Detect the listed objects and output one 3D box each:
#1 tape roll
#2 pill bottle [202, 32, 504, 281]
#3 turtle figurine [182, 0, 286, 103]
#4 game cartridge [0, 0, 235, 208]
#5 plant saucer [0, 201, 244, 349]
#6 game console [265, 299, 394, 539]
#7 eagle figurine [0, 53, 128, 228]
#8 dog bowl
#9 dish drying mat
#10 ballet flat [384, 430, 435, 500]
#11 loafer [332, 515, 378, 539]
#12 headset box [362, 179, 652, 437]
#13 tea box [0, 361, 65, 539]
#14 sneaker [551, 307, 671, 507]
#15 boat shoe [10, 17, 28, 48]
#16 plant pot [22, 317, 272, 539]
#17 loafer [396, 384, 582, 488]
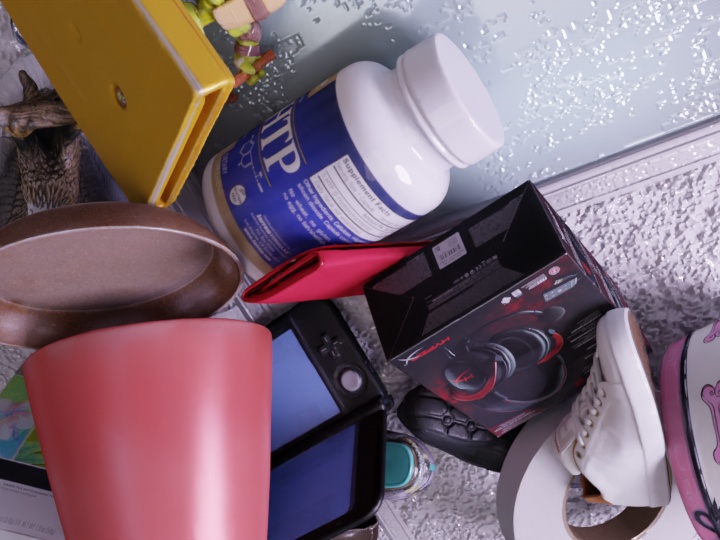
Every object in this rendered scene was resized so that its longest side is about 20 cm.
[{"bbox_3d":[0.215,0.187,0.811,0.202,0.037,0.203,-6,109,-17],"label":"tape roll"},{"bbox_3d":[-0.004,-0.079,0.677,0.200,0.120,0.120,-29,114,23],"label":"pill bottle"},{"bbox_3d":[-0.066,-0.186,0.632,0.161,0.200,0.065,-22,73,2],"label":"turtle figurine"},{"bbox_3d":[-0.161,-0.150,0.573,0.200,0.032,0.176,57,151,4],"label":"game cartridge"},{"bbox_3d":[-0.182,0.004,0.652,0.200,0.035,0.200,-12,157,-5],"label":"plant saucer"},{"bbox_3d":[-0.080,0.147,0.801,0.200,0.116,0.176,-33,86,25],"label":"game console"},{"bbox_3d":[-0.236,-0.051,0.722,0.151,0.151,0.200,29,139,14],"label":"eagle figurine"},{"bbox_3d":[0.296,0.131,0.728,0.074,0.200,0.200,-15,120,31],"label":"dog bowl"},{"bbox_3d":[0.000,0.000,0.698,0.077,0.200,0.018,-32,76,29],"label":"dish drying mat"},{"bbox_3d":[-0.017,0.180,0.870,0.200,0.072,0.072,-2,124,34],"label":"ballet flat"},{"bbox_3d":[-0.070,0.235,0.923,0.199,0.073,0.071,18,118,-13],"label":"loafer"},{"bbox_3d":[0.121,0.042,0.718,0.148,0.075,0.200,-32,140,17],"label":"headset box"},{"bbox_3d":[-0.292,0.229,0.871,0.133,0.197,0.200,13,125,1],"label":"tea box"},{"bbox_3d":[0.182,0.114,0.701,0.084,0.073,0.200,-8,127,15],"label":"sneaker"},{"bbox_3d":[-0.172,-0.204,0.658,0.199,0.062,0.075,-17,118,18],"label":"boat shoe"},{"bbox_3d":[-0.156,0.147,0.736,0.200,0.178,0.200,-9,164,-3],"label":"plant pot"},{"bbox_3d":[0.128,0.147,0.841,0.200,0.068,0.070,20,162,-15],"label":"loafer"}]
